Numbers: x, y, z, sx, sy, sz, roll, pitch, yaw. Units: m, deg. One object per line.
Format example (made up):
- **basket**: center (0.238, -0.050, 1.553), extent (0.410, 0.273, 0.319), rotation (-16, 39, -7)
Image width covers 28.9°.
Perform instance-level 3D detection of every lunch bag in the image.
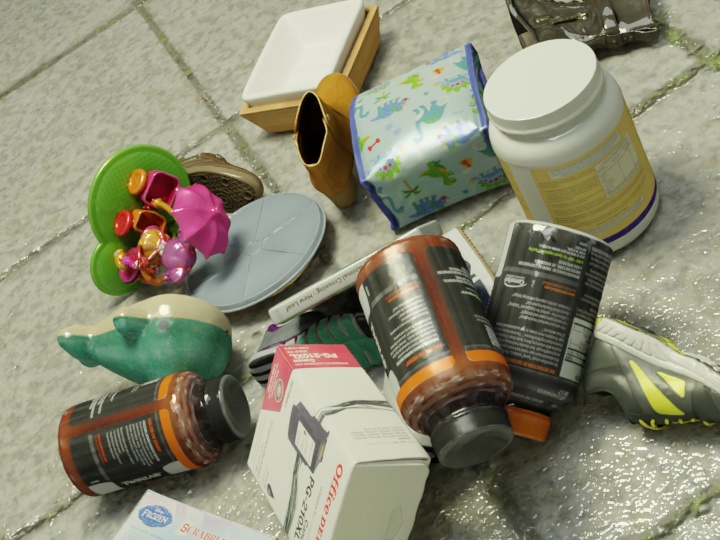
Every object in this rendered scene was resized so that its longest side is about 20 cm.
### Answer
- **lunch bag**: center (0.080, -0.171, 1.678), extent (0.169, 0.128, 0.201), rotation (-22, 49, 12)

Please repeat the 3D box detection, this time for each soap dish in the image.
- **soap dish**: center (-0.063, -0.278, 1.926), extent (0.156, 0.081, 0.201), rotation (-5, 45, 29)

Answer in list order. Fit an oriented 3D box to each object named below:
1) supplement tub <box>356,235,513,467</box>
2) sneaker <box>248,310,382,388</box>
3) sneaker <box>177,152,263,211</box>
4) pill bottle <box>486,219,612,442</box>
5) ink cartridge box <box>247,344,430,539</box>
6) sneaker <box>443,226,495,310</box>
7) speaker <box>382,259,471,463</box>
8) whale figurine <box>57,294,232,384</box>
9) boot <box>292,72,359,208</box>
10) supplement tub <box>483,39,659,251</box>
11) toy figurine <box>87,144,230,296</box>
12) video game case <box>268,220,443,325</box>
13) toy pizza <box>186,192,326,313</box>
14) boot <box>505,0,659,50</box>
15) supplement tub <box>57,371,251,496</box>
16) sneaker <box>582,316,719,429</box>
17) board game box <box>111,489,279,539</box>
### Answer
- **supplement tub**: center (0.072, 0.074, 1.272), extent (0.106, 0.107, 0.201), rotation (-25, 59, 8)
- **sneaker**: center (-0.032, 0.064, 1.545), extent (0.199, 0.075, 0.088), rotation (-16, 36, 21)
- **sneaker**: center (-0.199, -0.131, 1.869), extent (0.199, 0.071, 0.076), rotation (6, 46, 36)
- **pill bottle**: center (0.168, 0.060, 1.345), extent (0.106, 0.106, 0.201), rotation (11, 83, 41)
- **ink cartridge box**: center (-0.026, 0.184, 1.342), extent (0.084, 0.146, 0.200), rotation (1, 28, -28)
- **sneaker**: center (0.098, 0.038, 1.485), extent (0.108, 0.070, 0.200), rotation (-30, 35, 1)
- **speaker**: center (0.065, 0.085, 1.392), extent (0.081, 0.081, 0.202), rotation (-5, 68, 30)
- **whale figurine**: center (-0.245, 0.095, 1.601), extent (0.198, 0.159, 0.105), rotation (-6, 67, 11)
- **boot**: center (-0.041, -0.188, 1.719), extent (0.070, 0.144, 0.203), rotation (-10, 64, 12)
- **supplement tub**: center (0.221, -0.127, 1.474), extent (0.144, 0.201, 0.146), rotation (-18, 40, 16)
- **toy figurine**: center (-0.241, -0.044, 1.731), extent (0.184, 0.150, 0.201), rotation (21, 90, 51)
- **video game case**: center (0.000, 0.000, 1.531), extent (0.181, 0.022, 0.200), rotation (-29, -1, 10)
- **toy pizza**: center (-0.126, -0.018, 1.725), extent (0.199, 0.032, 0.201), rotation (-22, 37, 17)
- **boot**: center (0.280, -0.326, 1.767), extent (0.173, 0.069, 0.201), rotation (-21, 47, 9)
- **supplement tub**: center (-0.222, 0.174, 1.525), extent (0.199, 0.107, 0.107), rotation (-17, 40, 18)
- **sneaker**: center (0.291, 0.115, 1.286), extent (0.199, 0.074, 0.085), rotation (30, 102, 37)
- **board game box**: center (-0.196, 0.331, 1.390), extent (0.199, 0.041, 0.200), rotation (11, 55, 41)
